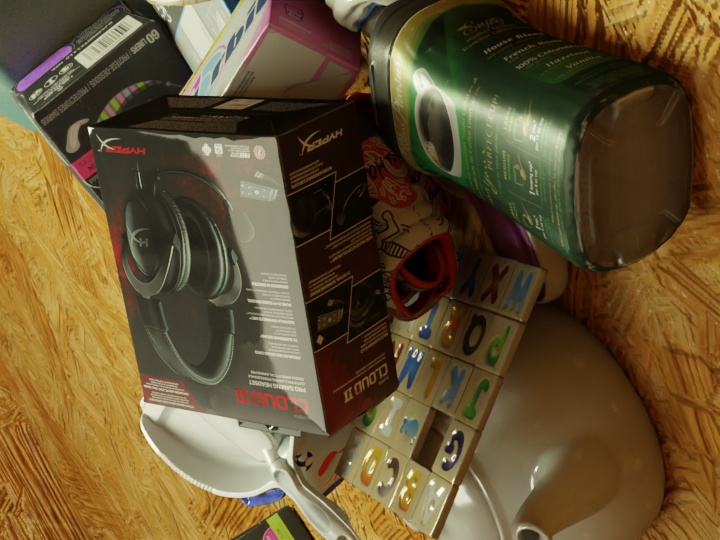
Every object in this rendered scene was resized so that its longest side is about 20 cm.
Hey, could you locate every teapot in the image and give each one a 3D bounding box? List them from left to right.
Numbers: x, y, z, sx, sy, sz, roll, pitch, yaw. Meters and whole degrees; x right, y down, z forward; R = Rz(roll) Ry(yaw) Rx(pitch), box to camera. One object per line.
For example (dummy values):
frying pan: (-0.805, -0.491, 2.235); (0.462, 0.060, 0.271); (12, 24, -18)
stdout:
teapot: (0.085, 0.121, 1.107); (0.197, 0.146, 0.200); (51, 158, 27)

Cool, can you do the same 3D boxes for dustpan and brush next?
dustpan and brush: (-0.064, 0.113, 1.138); (0.200, 0.057, 0.140); (39, 117, 15)

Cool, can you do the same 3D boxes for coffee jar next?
coffee jar: (0.085, -0.083, 0.928); (0.200, 0.085, 0.104); (35, 140, 48)

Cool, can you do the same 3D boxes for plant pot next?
plant pot: (-0.269, -0.226, 1.441); (0.200, 0.196, 0.196); (59, 161, -17)

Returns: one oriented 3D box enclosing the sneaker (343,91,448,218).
sneaker: (-0.013, -0.074, 1.203); (0.201, 0.067, 0.108); (19, 133, 56)

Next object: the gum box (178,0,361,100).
gum box: (-0.076, -0.098, 1.112); (0.200, 0.066, 0.114); (-53, 21, 31)

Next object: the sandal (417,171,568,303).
sandal: (0.061, -0.066, 1.059); (0.203, 0.050, 0.082); (58, 159, 8)

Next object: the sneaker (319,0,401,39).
sneaker: (-0.028, -0.204, 1.044); (0.200, 0.081, 0.147); (14, 126, 56)

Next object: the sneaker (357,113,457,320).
sneaker: (-0.001, 0.000, 1.091); (0.108, 0.067, 0.201); (51, 151, 20)

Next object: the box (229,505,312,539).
box: (-0.100, 0.375, 1.897); (0.149, 0.124, 0.200); (54, 159, 18)

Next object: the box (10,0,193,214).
box: (-0.163, -0.094, 1.360); (0.200, 0.122, 0.106); (52, 174, -27)

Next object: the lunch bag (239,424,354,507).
lunch bag: (-0.032, 0.087, 1.291); (0.124, 0.170, 0.200); (48, 159, -3)

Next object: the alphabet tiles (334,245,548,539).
alphabet tiles: (0.039, 0.064, 1.072); (0.008, 0.167, 0.200); (23, 178, -22)

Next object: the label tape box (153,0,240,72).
label tape box: (-0.097, -0.175, 1.268); (0.143, 0.066, 0.200); (59, 158, 7)

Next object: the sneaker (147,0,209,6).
sneaker: (-0.122, -0.221, 1.091); (0.200, 0.067, 0.090); (26, 137, 63)

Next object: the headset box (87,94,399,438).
headset box: (-0.066, 0.002, 1.014); (0.149, 0.077, 0.200); (7, 114, 37)
